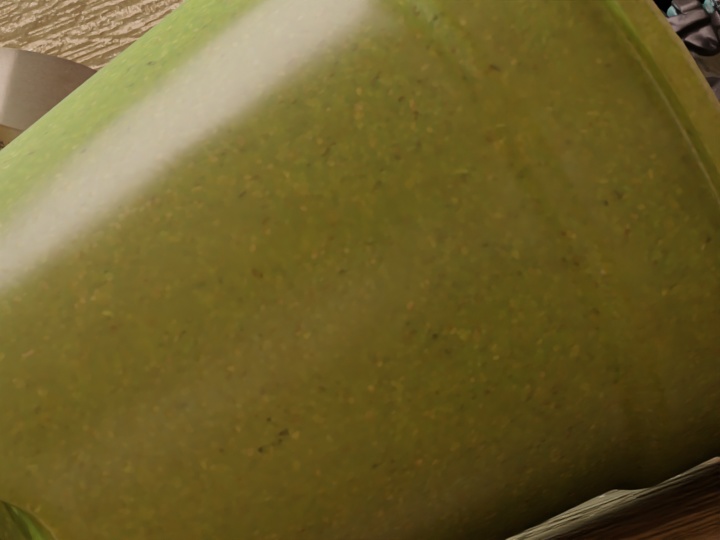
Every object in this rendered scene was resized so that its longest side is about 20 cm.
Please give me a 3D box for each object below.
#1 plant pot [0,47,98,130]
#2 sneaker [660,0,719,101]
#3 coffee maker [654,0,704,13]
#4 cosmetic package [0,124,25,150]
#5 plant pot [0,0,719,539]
[{"bbox_3d":[-0.152,0.042,1.014,0.187,0.187,0.200,-20,30,16],"label":"plant pot"},{"bbox_3d":[0.163,-0.024,0.686,0.200,0.086,0.078,6,49,8],"label":"sneaker"},{"bbox_3d":[0.085,-0.111,0.864,0.200,0.135,0.192,-43,4,16],"label":"coffee maker"},{"bbox_3d":[-0.086,0.025,0.884,0.087,0.103,0.200,-31,-23,26],"label":"cosmetic package"},{"bbox_3d":[-0.020,0.010,0.658,0.184,0.200,0.200,-33,4,-12],"label":"plant pot"}]
